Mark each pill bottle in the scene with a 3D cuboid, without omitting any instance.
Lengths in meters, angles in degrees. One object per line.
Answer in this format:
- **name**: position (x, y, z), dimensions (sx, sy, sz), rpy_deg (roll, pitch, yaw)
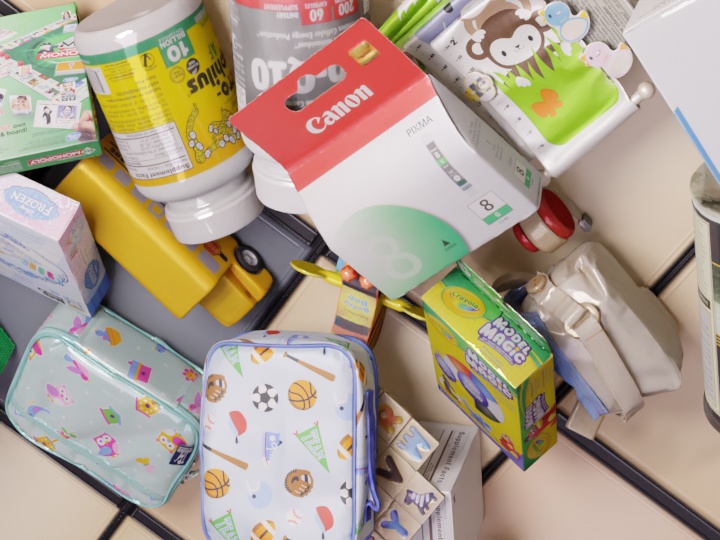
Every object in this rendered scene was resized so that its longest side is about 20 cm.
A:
- **pill bottle**: position (-0.153, -0.129, 1.472), dimensions (0.112, 0.113, 0.202), rpy_deg (-10, 114, 24)
- **pill bottle**: position (-0.045, -0.156, 1.416), dimensions (0.113, 0.114, 0.202), rpy_deg (5, 120, 17)

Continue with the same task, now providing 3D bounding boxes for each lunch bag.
- **lunch bag**: position (-0.233, 0.133, 1.670), dimensions (0.199, 0.077, 0.161), rpy_deg (33, 128, 0)
- **lunch bag**: position (-0.057, 0.154, 1.506), dimensions (0.158, 0.076, 0.202), rpy_deg (1, 95, 15)

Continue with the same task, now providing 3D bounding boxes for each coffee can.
- **coffee can**: position (0.333, 0.019, 1.363), dimensions (0.145, 0.147, 0.202), rpy_deg (0, 119, 19)

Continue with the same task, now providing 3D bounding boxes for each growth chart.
- **growth chart**: position (0.112, -0.155, 1.332), dimensions (0.199, 0.018, 0.145), rpy_deg (35, 125, -7)

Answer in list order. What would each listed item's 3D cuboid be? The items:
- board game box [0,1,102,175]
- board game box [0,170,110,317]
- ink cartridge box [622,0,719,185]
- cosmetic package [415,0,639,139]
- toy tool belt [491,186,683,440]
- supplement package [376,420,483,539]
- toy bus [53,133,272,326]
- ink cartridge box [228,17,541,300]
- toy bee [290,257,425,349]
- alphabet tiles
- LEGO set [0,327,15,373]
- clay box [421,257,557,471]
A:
- **board game box**: position (-0.323, -0.142, 1.463), dimensions (0.198, 0.136, 0.029), rpy_deg (-11, 157, -3)
- **board game box**: position (-0.328, -0.047, 1.552), dimensions (0.198, 0.044, 0.199), rpy_deg (25, 163, 8)
- **ink cartridge box**: position (0.275, -0.167, 1.246), dimensions (0.084, 0.200, 0.145), rpy_deg (-26, 108, 34)
- **cosmetic package**: position (0.127, -0.179, 1.366), dimensions (0.199, 0.073, 0.104), rpy_deg (-32, 105, 32)
- **toy tool belt**: position (0.168, 0.042, 1.452), dimensions (0.123, 0.125, 0.200), rpy_deg (-38, 101, 24)
- **supplement package**: position (0.004, 0.208, 1.609), dimensions (0.198, 0.114, 0.111), rpy_deg (5, 119, 18)
- **toy bus**: position (-0.174, -0.029, 1.558), dimensions (0.200, 0.078, 0.065), rpy_deg (44, 123, -8)
- **ink cartridge box**: position (0.016, -0.080, 1.350), dimensions (0.200, 0.050, 0.160), rpy_deg (38, 129, -27)
- **toy bee**: position (0.000, 0.000, 1.496), dimensions (0.130, 0.109, 0.202), rpy_deg (3, 120, 20)
- **alphabet tiles**: position (-0.029, 0.167, 1.539), dimensions (0.200, 0.006, 0.167), rpy_deg (42, 106, 10)
- **LEGO set**: position (-0.429, 0.090, 1.664), dimensions (0.115, 0.201, 0.154), rpy_deg (-13, 134, 27)
- **clay box**: position (0.108, 0.078, 1.454), dimensions (0.115, 0.048, 0.200), rpy_deg (44, 165, 26)
